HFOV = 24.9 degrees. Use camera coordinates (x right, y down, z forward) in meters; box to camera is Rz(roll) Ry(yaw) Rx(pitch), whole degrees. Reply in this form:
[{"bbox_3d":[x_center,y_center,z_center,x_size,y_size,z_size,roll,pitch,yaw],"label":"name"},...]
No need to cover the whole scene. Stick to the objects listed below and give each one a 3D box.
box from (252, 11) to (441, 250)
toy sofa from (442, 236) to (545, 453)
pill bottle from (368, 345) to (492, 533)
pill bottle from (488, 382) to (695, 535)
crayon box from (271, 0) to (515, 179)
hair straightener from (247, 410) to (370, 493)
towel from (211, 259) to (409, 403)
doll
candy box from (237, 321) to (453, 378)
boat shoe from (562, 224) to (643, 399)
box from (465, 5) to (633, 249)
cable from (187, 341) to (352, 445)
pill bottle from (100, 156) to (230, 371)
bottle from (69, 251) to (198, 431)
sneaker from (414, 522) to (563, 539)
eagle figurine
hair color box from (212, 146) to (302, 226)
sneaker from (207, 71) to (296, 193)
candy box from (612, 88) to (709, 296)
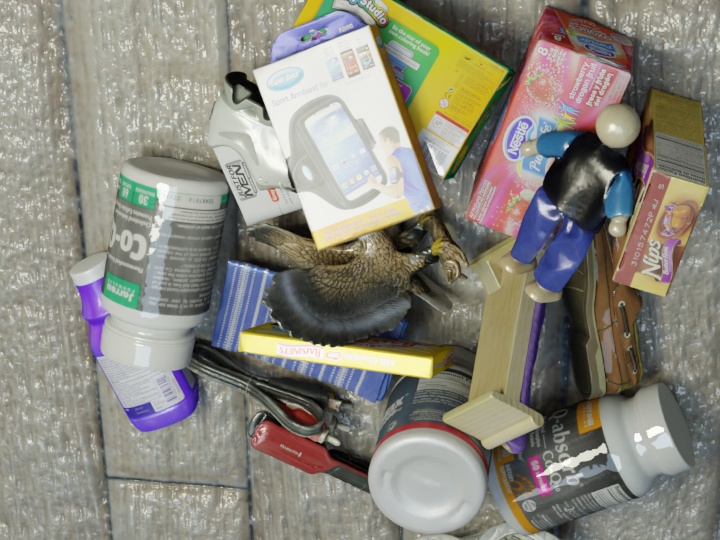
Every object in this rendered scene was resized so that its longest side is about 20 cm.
[{"bbox_3d":[-0.016,-0.131,1.487,0.119,0.041,0.201,-20,95,15],"label":"box"},{"bbox_3d":[0.155,0.073,1.605,0.097,0.200,0.083,29,144,-23],"label":"toy sofa"},{"bbox_3d":[0.080,0.165,1.672,0.119,0.200,0.120,4,118,8],"label":"pill bottle"},{"bbox_3d":[0.238,0.194,1.707,0.200,0.116,0.117,-24,111,20],"label":"pill bottle"},{"bbox_3d":[0.028,-0.186,1.521,0.200,0.058,0.119,32,101,7],"label":"crayon box"},{"bbox_3d":[-0.032,0.200,1.786,0.200,0.077,0.041,22,100,-17],"label":"hair straightener"},{"bbox_3d":[-0.056,0.066,1.721,0.199,0.024,0.145,18,139,0],"label":"towel"},{"bbox_3d":[0.192,-0.070,1.483,0.137,0.048,0.200,50,131,28],"label":"doll"},{"bbox_3d":[-0.013,0.079,1.641,0.199,0.102,0.027,7,98,14],"label":"candy box"},{"bbox_3d":[0.246,0.029,1.655,0.068,0.072,0.201,-12,111,-14],"label":"boat shoe"},{"bbox_3d":[0.180,-0.135,1.556,0.095,0.100,0.200,21,119,-1],"label":"box"},{"bbox_3d":[-0.106,0.138,1.751,0.199,0.097,0.050,16,120,2],"label":"cable"},{"bbox_3d":[-0.202,-0.007,1.660,0.113,0.113,0.201,12,103,4],"label":"pill bottle"},{"bbox_3d":[-0.248,0.076,1.763,0.083,0.065,0.200,-21,112,13],"label":"bottle"},{"bbox_3d":[0.153,0.322,1.808,0.199,0.099,0.078,-3,75,25],"label":"sneaker"},{"bbox_3d":[-0.003,-0.007,1.633,0.199,0.152,0.151,-22,83,-1],"label":"eagle figurine"},{"bbox_3d":[-0.037,-0.125,1.623,0.199,0.061,0.102,-16,112,17],"label":"hair color box"},{"bbox_3d":[-0.056,-0.105,1.564,0.200,0.074,0.089,30,116,7],"label":"sneaker"},{"bbox_3d":[0.276,-0.075,1.512,0.056,0.200,0.117,17,119,2],"label":"candy box"}]
